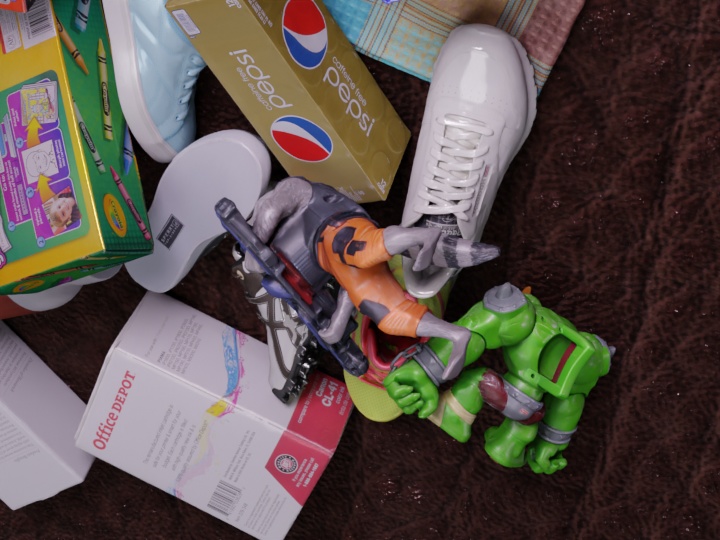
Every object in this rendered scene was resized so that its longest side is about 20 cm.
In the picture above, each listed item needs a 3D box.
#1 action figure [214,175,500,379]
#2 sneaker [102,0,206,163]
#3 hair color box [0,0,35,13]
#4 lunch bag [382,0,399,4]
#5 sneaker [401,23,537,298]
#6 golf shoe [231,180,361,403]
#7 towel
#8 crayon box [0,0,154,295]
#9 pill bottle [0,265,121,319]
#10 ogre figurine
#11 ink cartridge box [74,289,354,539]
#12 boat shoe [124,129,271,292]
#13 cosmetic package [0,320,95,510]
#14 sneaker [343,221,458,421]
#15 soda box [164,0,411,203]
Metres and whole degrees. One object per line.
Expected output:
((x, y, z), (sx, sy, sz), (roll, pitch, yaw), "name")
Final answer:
((0.000, 0.000, 1.140), (0.193, 0.105, 0.200), (28, 163, 36), "action figure")
((-0.127, -0.156, 1.169), (0.081, 0.074, 0.201), (2, 136, 11), "sneaker")
((-0.298, -0.243, 1.132), (0.199, 0.111, 0.064), (12, 133, 11), "hair color box")
((0.019, -0.286, 0.931), (0.127, 0.170, 0.200), (-26, 114, 37), "lunch bag")
((0.069, -0.072, 1.134), (0.076, 0.081, 0.201), (17, 129, 10), "sneaker")
((-0.056, 0.012, 1.293), (0.094, 0.078, 0.201), (25, 128, 14), "golf shoe")
((0.045, -0.190, 1.106), (0.199, 0.022, 0.147), (24, 134, 0), "towel")
((-0.229, -0.093, 1.196), (0.118, 0.058, 0.201), (-17, 83, 32), "crayon box")
((-0.288, -0.017, 1.321), (0.199, 0.112, 0.112), (-11, 124, 29), "pill bottle")
((0.116, 0.080, 1.241), (0.200, 0.098, 0.120), (34, 102, -23), "ogre figurine")
((-0.122, 0.124, 1.398), (0.199, 0.086, 0.148), (28, 134, -2), "ink cartridge box")
((-0.117, -0.053, 1.247), (0.069, 0.057, 0.200), (46, 138, -2), "boat shoe")
((-0.331, 0.113, 1.478), (0.101, 0.071, 0.200), (-24, 117, 35), "cosmetic package")
((0.021, 0.055, 1.279), (0.078, 0.090, 0.201), (18, 134, 6), "sneaker")
((-0.045, -0.133, 1.133), (0.064, 0.068, 0.200), (-5, 137, 34), "soda box")
